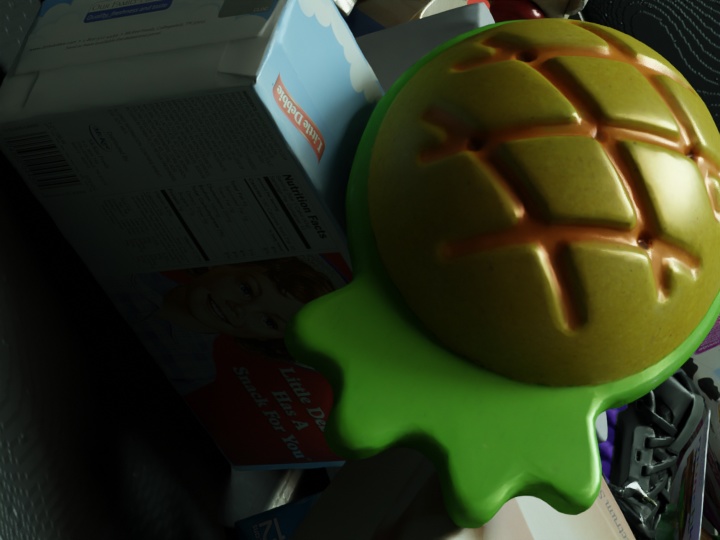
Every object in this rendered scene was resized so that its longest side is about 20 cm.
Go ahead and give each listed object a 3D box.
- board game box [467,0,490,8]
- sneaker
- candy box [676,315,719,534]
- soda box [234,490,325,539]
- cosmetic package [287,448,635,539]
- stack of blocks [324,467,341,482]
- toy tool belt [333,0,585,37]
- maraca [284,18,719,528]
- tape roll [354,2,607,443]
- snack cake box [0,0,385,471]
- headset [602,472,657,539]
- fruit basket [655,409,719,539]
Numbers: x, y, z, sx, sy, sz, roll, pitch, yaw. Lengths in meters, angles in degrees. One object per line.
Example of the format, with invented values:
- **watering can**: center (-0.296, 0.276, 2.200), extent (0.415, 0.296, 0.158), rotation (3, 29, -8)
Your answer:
- **board game box**: center (0.057, -0.082, 1.411), extent (0.046, 0.152, 0.200), rotation (13, -36, 46)
- **sneaker**: center (0.120, 0.091, 1.183), extent (0.070, 0.099, 0.201), rotation (28, 43, -69)
- **candy box**: center (0.211, 0.089, 1.361), extent (0.200, 0.061, 0.137), rotation (-125, -167, -73)
- **soda box**: center (0.017, 0.123, 1.026), extent (0.200, 0.067, 0.065), rotation (24, 47, -73)
- **cosmetic package**: center (0.019, 0.135, 0.818), extent (0.104, 0.087, 0.200), rotation (61, 33, -16)
- **stack of blocks**: center (0.000, 0.000, 1.163), extent (0.200, 0.058, 0.116), rotation (-89, 162, -62)
- **toy tool belt**: center (0.012, -0.153, 1.275), extent (0.200, 0.123, 0.125), rotation (36, -20, -18)
- **maraca**: center (0.054, -0.005, 0.839), extent (0.201, 0.137, 0.107), rotation (-60, 176, -33)
- **tape roll**: center (0.051, -0.013, 1.099), extent (0.200, 0.066, 0.202), rotation (-15, 90, -82)
- **snack cake box**: center (-0.033, -0.014, 0.913), extent (0.200, 0.114, 0.067), rotation (59, 37, -39)
- **headset**: center (0.078, 0.180, 0.975), extent (0.094, 0.123, 0.201), rotation (-138, -121, -63)
- **fruit basket**: center (0.149, 0.186, 1.290), extent (0.200, 0.093, 0.186), rotation (80, 18, -70)
